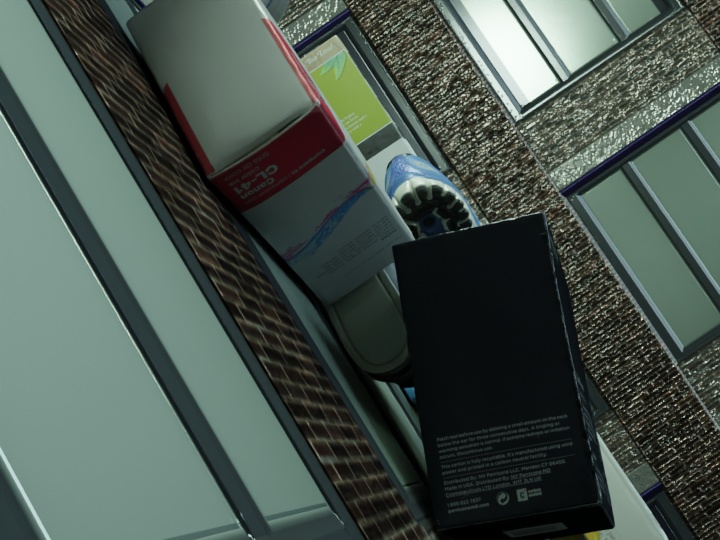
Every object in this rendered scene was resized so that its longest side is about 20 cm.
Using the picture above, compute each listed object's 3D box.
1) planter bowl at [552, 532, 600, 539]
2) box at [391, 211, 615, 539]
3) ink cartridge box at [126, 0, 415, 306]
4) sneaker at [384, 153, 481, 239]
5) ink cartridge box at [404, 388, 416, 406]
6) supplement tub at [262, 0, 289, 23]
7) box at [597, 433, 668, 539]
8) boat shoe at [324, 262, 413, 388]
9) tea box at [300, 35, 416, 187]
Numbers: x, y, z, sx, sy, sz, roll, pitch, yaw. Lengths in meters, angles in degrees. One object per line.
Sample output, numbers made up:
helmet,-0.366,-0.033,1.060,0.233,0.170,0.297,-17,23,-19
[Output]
planter bowl,0.134,0.166,1.118,0.202,0.083,0.201,61,11,-21
box,0.101,0.084,0.859,0.200,0.103,0.185,50,31,-69
ink cartridge box,-0.054,-0.086,0.841,0.148,0.085,0.200,58,2,31
sneaker,0.077,-0.022,1.045,0.201,0.078,0.090,58,9,-40
ink cartridge box,0.044,0.045,1.210,0.201,0.067,0.115,58,3,29
supplement tub,-0.136,-0.296,1.265,0.133,0.131,0.200,56,4,-3
box,0.224,0.257,1.314,0.201,0.130,0.199,59,3,32
boat shoe,-0.002,-0.005,0.937,0.201,0.074,0.062,60,6,29
tea box,-0.012,-0.127,1.469,0.198,0.133,0.200,59,3,17
